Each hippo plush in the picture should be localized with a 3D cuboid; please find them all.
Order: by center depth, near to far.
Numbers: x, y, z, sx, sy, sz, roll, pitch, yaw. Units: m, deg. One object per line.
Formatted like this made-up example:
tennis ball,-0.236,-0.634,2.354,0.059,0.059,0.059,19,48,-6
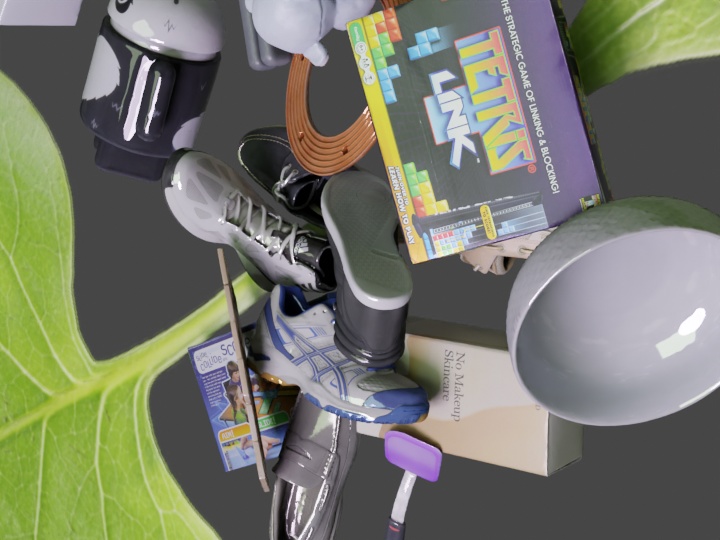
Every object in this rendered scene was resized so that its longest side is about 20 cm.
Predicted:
hippo plush,-0.033,-0.241,1.038,0.159,0.199,0.162,40,153,28

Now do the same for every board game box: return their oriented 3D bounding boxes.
board game box,0.094,-0.123,1.006,0.163,0.057,0.202,-15,93,21
board game box,-0.076,0.112,1.270,0.199,0.034,0.137,-20,86,36

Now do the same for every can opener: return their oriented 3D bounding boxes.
can opener,-0.110,-0.291,1.211,0.052,0.066,0.203,-1,103,59

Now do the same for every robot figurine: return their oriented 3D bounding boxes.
robot figurine,-0.208,-0.192,1.261,0.150,0.124,0.202,35,117,27

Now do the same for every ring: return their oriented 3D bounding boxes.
ring,-0.008,-0.182,1.138,0.200,0.019,0.203,-25,60,51

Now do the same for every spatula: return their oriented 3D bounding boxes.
spatula,0.038,0.216,1.175,0.056,0.021,0.202,23,132,16

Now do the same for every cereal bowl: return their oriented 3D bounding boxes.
cereal bowl,0.203,0.021,0.976,0.201,0.198,0.084,-53,29,30

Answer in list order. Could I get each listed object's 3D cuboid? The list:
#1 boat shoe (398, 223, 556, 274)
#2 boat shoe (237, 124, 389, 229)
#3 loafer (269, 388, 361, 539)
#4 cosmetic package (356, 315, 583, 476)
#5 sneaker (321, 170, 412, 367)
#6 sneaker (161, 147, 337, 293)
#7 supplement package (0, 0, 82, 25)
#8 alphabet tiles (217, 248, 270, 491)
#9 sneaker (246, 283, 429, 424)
boat shoe,0.110,-0.027,1.090,0.198,0.072,0.066,-2,96,31
boat shoe,-0.050,-0.085,1.201,0.199,0.062,0.073,29,114,29
loafer,-0.046,0.181,1.195,0.069,0.069,0.203,16,106,34
cosmetic package,0.095,0.105,1.121,0.198,0.071,0.107,6,101,36
sneaker,0.000,0.000,1.080,0.201,0.070,0.100,-102,17,-52
sneaker,-0.084,-0.045,1.163,0.114,0.200,0.076,5,62,43
supplement package,-0.392,-0.361,1.378,0.199,0.109,0.115,38,118,25
alphabet tiles,-0.105,0.098,1.173,0.007,0.167,0.203,-11,75,-5
sneaker,-0.020,0.070,1.110,0.198,0.075,0.089,20,99,35
